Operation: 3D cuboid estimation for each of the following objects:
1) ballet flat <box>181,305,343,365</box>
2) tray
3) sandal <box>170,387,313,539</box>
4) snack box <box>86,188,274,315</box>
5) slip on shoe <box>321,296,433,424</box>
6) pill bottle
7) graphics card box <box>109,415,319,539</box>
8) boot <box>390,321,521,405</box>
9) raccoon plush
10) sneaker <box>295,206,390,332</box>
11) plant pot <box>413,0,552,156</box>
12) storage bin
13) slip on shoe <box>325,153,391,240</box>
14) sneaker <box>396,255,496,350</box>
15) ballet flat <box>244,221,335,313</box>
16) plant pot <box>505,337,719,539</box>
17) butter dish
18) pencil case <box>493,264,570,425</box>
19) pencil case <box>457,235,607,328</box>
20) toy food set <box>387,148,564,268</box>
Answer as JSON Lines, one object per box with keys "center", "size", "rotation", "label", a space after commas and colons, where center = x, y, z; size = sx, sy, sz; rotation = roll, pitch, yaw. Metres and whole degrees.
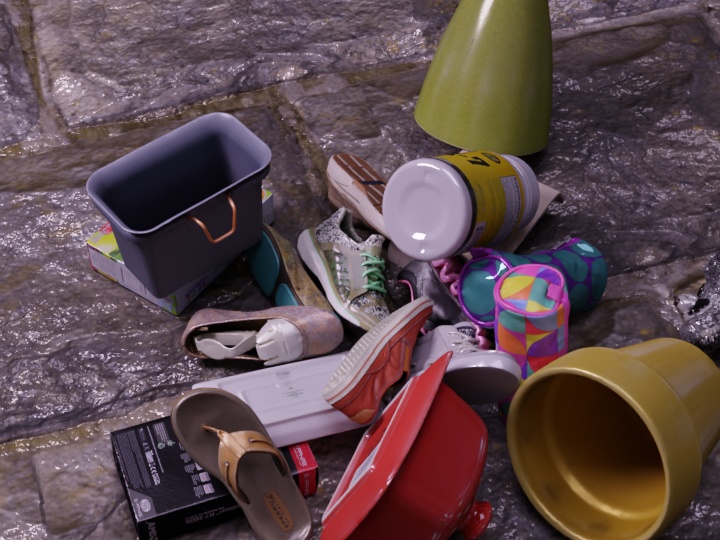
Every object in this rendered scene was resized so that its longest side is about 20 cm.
{"center": [-0.116, 0.080, 1.553], "size": [0.198, 0.069, 0.067], "rotation": [-4, 21, 26], "label": "ballet flat"}
{"center": [-0.073, 0.137, 1.488], "size": [0.198, 0.022, 0.108], "rotation": [-11, 46, -26], "label": "tray"}
{"center": [-0.113, 0.201, 1.393], "size": [0.080, 0.054, 0.201], "rotation": [-36, 93, -15], "label": "sandal"}
{"center": [-0.220, -0.049, 1.708], "size": [0.141, 0.053, 0.200], "rotation": [27, 52, 21], "label": "snack box"}
{"center": [0.028, 0.096, 1.501], "size": [0.061, 0.074, 0.200], "rotation": [49, 43, -8], "label": "slip on shoe"}
{"center": [0.122, -0.079, 1.587], "size": [0.114, 0.115, 0.199], "rotation": [31, 24, 26], "label": "pill bottle"}
{"center": [-0.157, 0.205, 1.467], "size": [0.198, 0.051, 0.126], "rotation": [-15, 48, -17], "label": "graphics card box"}
{"center": [0.107, 0.094, 1.485], "size": [0.073, 0.199, 0.096], "rotation": [33, 59, -25], "label": "boot"}
{"center": [0.461, 0.060, 1.597], "size": [0.198, 0.097, 0.135], "rotation": [14, 55, 12], "label": "raccoon plush"}
{"center": [0.000, 0.000, 1.619], "size": [0.077, 0.089, 0.201], "rotation": [17, 31, -55], "label": "sneaker"}
{"center": [0.178, -0.281, 1.802], "size": [0.185, 0.202, 0.188], "rotation": [8, 28, -4], "label": "plant pot"}
{"center": [-0.194, -0.063, 1.590], "size": [0.199, 0.135, 0.145], "rotation": [-32, 52, -24], "label": "storage bin"}
{"center": [0.012, -0.076, 1.708], "size": [0.075, 0.061, 0.200], "rotation": [0, 30, -34], "label": "slip on shoe"}
{"center": [0.102, 0.060, 1.610], "size": [0.095, 0.079, 0.201], "rotation": [-32, 57, 14], "label": "sneaker"}
{"center": [-0.080, 0.017, 1.647], "size": [0.070, 0.071, 0.201], "rotation": [-17, 48, -17], "label": "ballet flat"}
{"center": [0.284, 0.161, 1.432], "size": [0.200, 0.203, 0.188], "rotation": [35, 40, 29], "label": "plant pot"}
{"center": [0.066, 0.219, 1.392], "size": [0.147, 0.200, 0.200], "rotation": [34, 47, -3], "label": "butter dish"}
{"center": [0.189, 0.089, 1.491], "size": [0.087, 0.202, 0.089], "rotation": [-6, 42, 5], "label": "pencil case"}
{"center": [0.200, 0.012, 1.587], "size": [0.084, 0.094, 0.199], "rotation": [-7, 1, 42], "label": "pencil case"}
{"center": [0.146, -0.056, 1.728], "size": [0.142, 0.061, 0.200], "rotation": [27, 60, 23], "label": "toy food set"}
